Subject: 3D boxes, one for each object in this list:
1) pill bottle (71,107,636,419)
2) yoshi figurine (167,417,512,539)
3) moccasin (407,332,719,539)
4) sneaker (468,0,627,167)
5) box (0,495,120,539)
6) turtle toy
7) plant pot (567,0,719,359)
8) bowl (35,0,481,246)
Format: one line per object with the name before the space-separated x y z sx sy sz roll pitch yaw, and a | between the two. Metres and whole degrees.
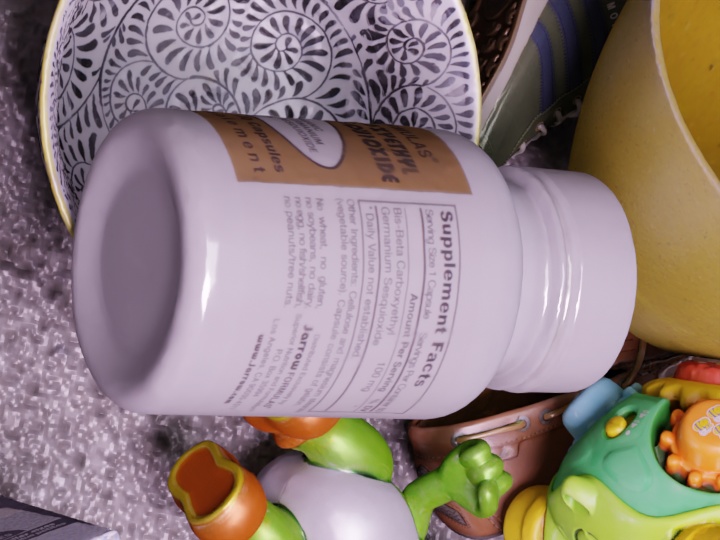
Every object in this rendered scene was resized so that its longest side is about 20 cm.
pill bottle | 0.000 0.000 1.139 0.200 0.114 0.115 3 90 -30
yoshi figurine | 0.018 0.131 1.243 0.200 0.112 0.112 47 31 -30
moccasin | 0.106 0.039 1.338 0.201 0.074 0.078 -29 115 -16
sneaker | 0.091 -0.092 1.320 0.090 0.067 0.200 32 74 -22
box | -0.186 0.176 1.136 0.200 0.132 0.115 -23 103 -26
turtle toy | 0.165 0.091 1.273 0.200 0.146 0.101 6 92 -36
plant pot | 0.168 -0.040 1.269 0.200 0.142 0.200 16 56 -25
bowl | -0.058 -0.068 1.222 0.200 0.094 0.201 -2 93 -30
